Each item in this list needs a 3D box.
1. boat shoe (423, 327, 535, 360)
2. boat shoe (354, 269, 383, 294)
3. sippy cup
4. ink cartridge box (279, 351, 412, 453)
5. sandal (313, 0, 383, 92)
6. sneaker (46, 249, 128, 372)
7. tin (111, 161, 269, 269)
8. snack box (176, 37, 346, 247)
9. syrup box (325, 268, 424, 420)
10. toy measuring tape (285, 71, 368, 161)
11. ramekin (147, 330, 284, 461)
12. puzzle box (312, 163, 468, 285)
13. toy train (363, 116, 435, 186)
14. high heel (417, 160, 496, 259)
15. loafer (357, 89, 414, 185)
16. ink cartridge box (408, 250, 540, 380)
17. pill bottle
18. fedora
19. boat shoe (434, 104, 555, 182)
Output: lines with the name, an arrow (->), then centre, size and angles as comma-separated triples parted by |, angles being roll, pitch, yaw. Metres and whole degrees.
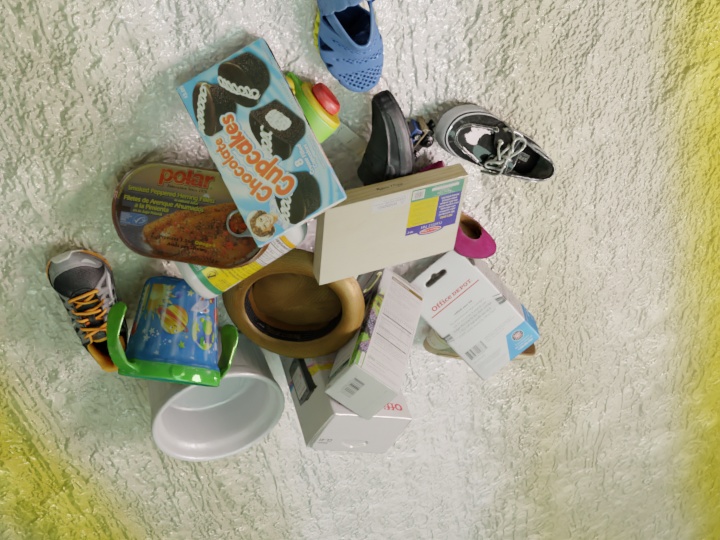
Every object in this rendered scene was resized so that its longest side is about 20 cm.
boat shoe -> 0.194, 0.118, 1.718 | 0.197, 0.073, 0.065 | 9, 137, -28
boat shoe -> 0.000, 0.000, 1.485 | 0.060, 0.072, 0.203 | 10, 127, -29
sippy cup -> -0.243, 0.079, 1.386 | 0.137, 0.133, 0.178 | 5, 172, 7
ink cartridge box -> -0.027, 0.155, 1.539 | 0.145, 0.202, 0.086 | 9, 132, -34
sandal -> -0.012, -0.270, 1.175 | 0.078, 0.088, 0.201 | -23, 142, -3
sneaker -> -0.343, 0.051, 1.364 | 0.077, 0.078, 0.202 | -20, 139, -2
tin -> -0.196, -0.066, 1.253 | 0.196, 0.042, 0.114 | 10, 95, 10
snack box -> -0.111, -0.143, 1.196 | 0.115, 0.203, 0.037 | -28, -178, 5
syrup box -> 0.023, 0.099, 1.483 | 0.081, 0.202, 0.079 | 34, 131, -14
toy measuring tape -> -0.037, -0.170, 1.282 | 0.073, 0.074, 0.199 | -37, 138, 15
ramekin -> -0.217, 0.180, 1.552 | 0.197, 0.099, 0.202 | -14, 140, -12
puzzle box -> 0.037, -0.058, 1.332 | 0.196, 0.026, 0.134 | -15, 139, -20
toy train -> 0.027, -0.127, 1.393 | 0.045, 0.034, 0.200 | 26, 120, -31
high heel -> 0.143, -0.084, 1.475 | 0.198, 0.068, 0.096 | 28, 123, -32
loafer -> 0.030, -0.130, 1.323 | 0.069, 0.069, 0.203 | -17, 134, -10
ink cartridge box -> 0.163, 0.053, 1.592 | 0.115, 0.067, 0.200 | -38, 108, 17
pill bottle -> -0.136, -0.061, 1.317 | 0.198, 0.114, 0.113 | -31, 140, 8
fedora -> -0.087, 0.028, 1.441 | 0.196, 0.083, 0.203 | 5, 129, 7
boat shoe -> 0.183, -0.158, 1.395 | 0.197, 0.068, 0.074 | 21, 107, -43
